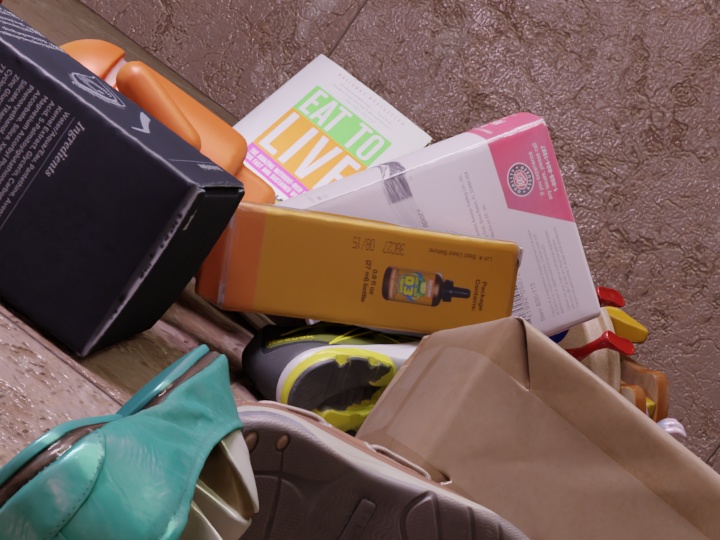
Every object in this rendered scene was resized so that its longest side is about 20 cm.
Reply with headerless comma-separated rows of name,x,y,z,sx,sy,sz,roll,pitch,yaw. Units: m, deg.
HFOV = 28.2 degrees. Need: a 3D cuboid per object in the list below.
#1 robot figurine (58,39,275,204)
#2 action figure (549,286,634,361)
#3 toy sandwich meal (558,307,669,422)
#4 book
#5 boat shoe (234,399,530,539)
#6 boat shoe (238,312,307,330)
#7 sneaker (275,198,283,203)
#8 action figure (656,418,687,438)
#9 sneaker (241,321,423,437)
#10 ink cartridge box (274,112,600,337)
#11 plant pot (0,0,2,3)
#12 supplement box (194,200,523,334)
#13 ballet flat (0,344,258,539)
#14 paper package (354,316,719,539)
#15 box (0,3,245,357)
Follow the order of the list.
robot figurine,-0.155,-0.078,0.973,0.199,0.117,0.144,35,5,-8
action figure,0.123,0.083,1.101,0.051,0.199,0.066,19,50,-41
toy sandwich meal,0.164,0.092,1.159,0.069,0.208,0.205,6,22,-33
book,-0.051,-0.084,1.221,0.133,0.200,0.048,40,-31,9
boat shoe,0.011,0.113,0.629,0.199,0.076,0.072,37,3,-16
boat shoe,-0.023,0.035,1.085,0.199,0.072,0.072,35,5,-18
sneaker,-0.040,-0.019,1.122,0.198,0.076,0.077,20,38,-17
action figure,0.120,0.116,0.972,0.148,0.135,0.200,35,3,-3
sneaker,0.008,0.062,0.919,0.199,0.075,0.084,10,16,-48
ink cartridge box,0.049,-0.008,1.007,0.083,0.198,0.148,-137,-152,-76
plant pot,-0.314,-0.228,0.936,0.200,0.183,0.200,37,6,-5
supplement box,0.000,0.000,0.905,0.197,0.068,0.069,8,3,-20
ballet flat,-0.072,0.077,0.500,0.071,0.067,0.200,50,9,0
paper package,0.101,0.121,0.766,0.190,0.104,0.200,37,-8,-3
box,-0.175,-0.059,0.754,0.199,0.105,0.148,37,5,3
